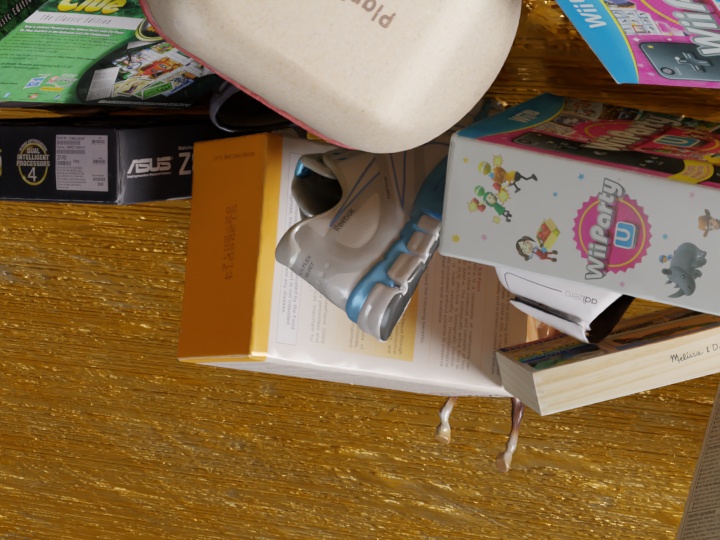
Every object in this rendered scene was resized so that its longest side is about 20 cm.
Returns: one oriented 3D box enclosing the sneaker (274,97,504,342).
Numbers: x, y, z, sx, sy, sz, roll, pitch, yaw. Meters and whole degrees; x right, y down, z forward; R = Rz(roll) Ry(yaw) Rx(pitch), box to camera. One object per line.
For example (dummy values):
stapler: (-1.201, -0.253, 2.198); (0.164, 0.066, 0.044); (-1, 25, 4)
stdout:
sneaker: (0.013, -0.048, 1.507); (0.087, 0.200, 0.075); (28, 125, 3)

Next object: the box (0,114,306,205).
box: (-0.155, -0.066, 1.680); (0.200, 0.049, 0.161); (3, -176, 40)

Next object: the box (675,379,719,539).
box: (0.252, 0.134, 1.729); (0.078, 0.200, 0.095); (26, 160, -21)

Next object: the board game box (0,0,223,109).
board game box: (-0.117, -0.118, 1.442); (0.105, 0.023, 0.200); (-33, 163, 30)

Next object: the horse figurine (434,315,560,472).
horse figurine: (0.056, 0.028, 1.750); (0.050, 0.133, 0.200); (-7, 142, 45)

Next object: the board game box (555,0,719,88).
board game box: (0.182, -0.135, 1.258); (0.200, 0.064, 0.148); (7, 158, 32)

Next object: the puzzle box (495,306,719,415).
puzzle box: (0.180, 0.037, 1.581); (0.200, 0.025, 0.133); (-14, -176, -5)

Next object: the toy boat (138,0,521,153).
toy boat: (-0.023, -0.145, 1.376); (0.200, 0.131, 0.131); (32, -172, -32)

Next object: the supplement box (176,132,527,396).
supplement box: (0.000, 0.000, 1.624); (0.200, 0.126, 0.074); (10, 170, -38)

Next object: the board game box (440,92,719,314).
board game box: (0.159, -0.032, 1.442); (0.200, 0.064, 0.148); (11, -164, 20)

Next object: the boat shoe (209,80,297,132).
boat shoe: (-0.007, -0.105, 1.513); (0.072, 0.065, 0.200); (33, 157, -36)

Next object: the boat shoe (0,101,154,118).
boat shoe: (-0.161, -0.113, 1.623); (0.200, 0.075, 0.073); (4, 156, 40)

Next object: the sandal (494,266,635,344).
sandal: (0.136, 0.014, 1.524); (0.207, 0.059, 0.079); (15, -160, 28)
